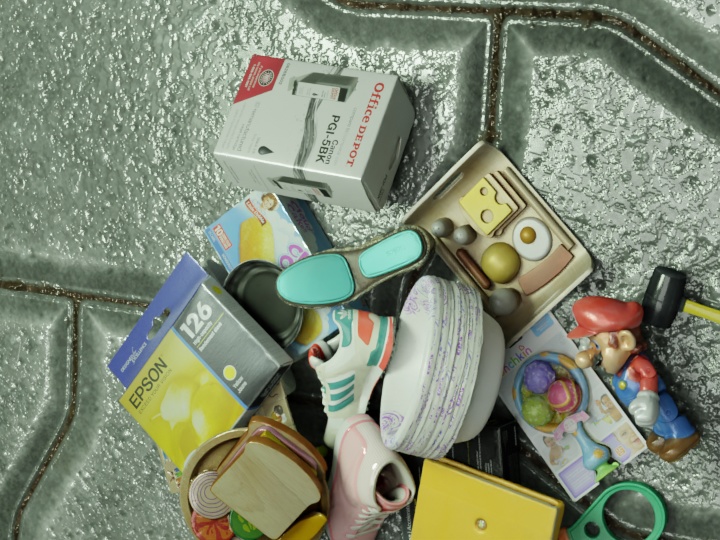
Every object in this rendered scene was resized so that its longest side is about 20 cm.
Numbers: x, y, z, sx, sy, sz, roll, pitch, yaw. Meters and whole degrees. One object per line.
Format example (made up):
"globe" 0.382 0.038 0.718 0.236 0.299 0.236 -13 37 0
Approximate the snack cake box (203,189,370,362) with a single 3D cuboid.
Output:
"snack cake box" -0.091 0.000 1.752 0.114 0.067 0.201 -35 82 24

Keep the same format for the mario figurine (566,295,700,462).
"mario figurine" 0.287 0.123 1.569 0.123 0.106 0.202 -27 96 53

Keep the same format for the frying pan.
"frying pan" -0.128 0.076 1.725 0.114 0.031 0.192 27 112 19

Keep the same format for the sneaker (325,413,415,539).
"sneaker" 0.011 0.281 1.695 0.105 0.074 0.203 41 135 46

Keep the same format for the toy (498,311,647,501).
"toy" 0.228 0.158 1.638 0.115 0.047 0.201 -40 80 21

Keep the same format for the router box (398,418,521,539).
"router box" 0.120 0.279 1.688 0.147 0.051 0.203 -2 94 33

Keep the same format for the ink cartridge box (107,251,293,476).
"ink cartridge box" -0.208 0.117 1.726 0.200 0.047 0.198 43 110 15

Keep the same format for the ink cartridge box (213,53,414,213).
"ink cartridge box" -0.053 -0.165 1.675 0.197 0.083 0.149 11 68 22

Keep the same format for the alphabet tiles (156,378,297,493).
"alphabet tiles" -0.168 0.201 1.738 0.198 0.006 0.169 -21 83 25

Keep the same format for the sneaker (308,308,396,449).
"sneaker" -0.026 0.126 1.704 0.092 0.071 0.201 17 123 -9

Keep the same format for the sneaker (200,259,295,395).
"sneaker" -0.180 0.094 1.796 0.117 0.074 0.202 -32 85 17

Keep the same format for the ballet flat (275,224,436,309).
"ballet flat" 0.000 0.000 1.661 0.198 0.075 0.069 -20 80 16

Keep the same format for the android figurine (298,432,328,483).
"android figurine" -0.121 0.276 1.812 0.198 0.041 0.185 -20 87 25

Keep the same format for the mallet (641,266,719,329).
"mallet" 0.409 0.046 1.554 0.197 0.041 0.067 12 104 18

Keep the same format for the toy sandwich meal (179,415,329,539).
"toy sandwich meal" -0.124 0.276 1.671 0.202 0.070 0.208 2 108 5

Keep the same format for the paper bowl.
"paper bowl" 0.097 0.115 1.607 0.103 0.201 0.203 15 104 -10

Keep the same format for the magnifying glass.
"magnifying glass" 0.266 0.305 1.656 0.198 0.022 0.081 -25 86 23

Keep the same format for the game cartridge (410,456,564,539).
"game cartridge" 0.137 0.335 1.635 0.174 0.032 0.203 18 108 28

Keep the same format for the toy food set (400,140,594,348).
"toy food set" 0.157 -0.031 1.641 0.143 0.060 0.201 -44 79 22
